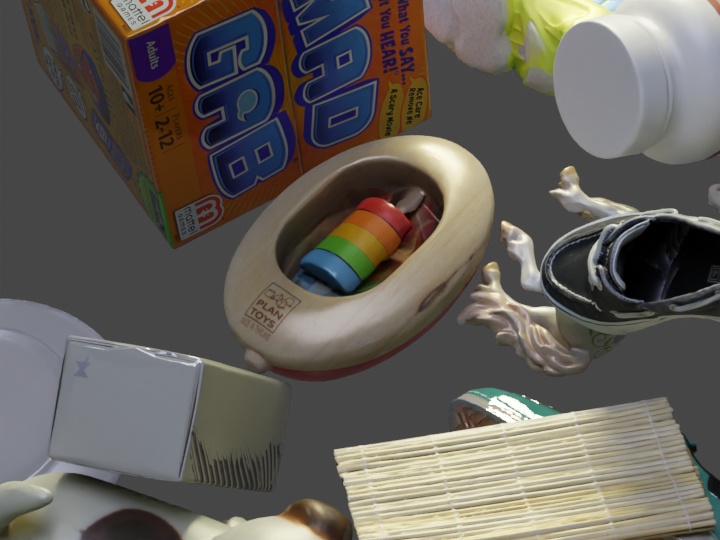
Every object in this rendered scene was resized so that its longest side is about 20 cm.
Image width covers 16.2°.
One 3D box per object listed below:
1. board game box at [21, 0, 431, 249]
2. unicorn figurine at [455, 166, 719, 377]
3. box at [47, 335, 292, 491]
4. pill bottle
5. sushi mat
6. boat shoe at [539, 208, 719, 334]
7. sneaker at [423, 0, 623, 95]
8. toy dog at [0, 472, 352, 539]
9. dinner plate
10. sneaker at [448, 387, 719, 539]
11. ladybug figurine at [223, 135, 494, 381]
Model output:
[{"bbox_3d":[-0.094,-0.181,1.617,0.200,0.200,0.200,-28,55,-15],"label":"board game box"},{"bbox_3d":[0.163,-0.007,1.546,0.137,0.074,0.200,36,79,28],"label":"unicorn figurine"},{"bbox_3d":[-0.102,0.082,1.413,0.082,0.200,0.069,9,86,15],"label":"box"},{"bbox_3d":[0.221,-0.128,1.562,0.200,0.112,0.112,-14,49,-32],"label":"pill bottle"},{"bbox_3d":[0.090,0.118,1.386,0.199,0.012,0.096,-8,43,-11],"label":"sushi mat"},{"bbox_3d":[0.160,-0.002,1.418,0.200,0.068,0.072,8,81,54],"label":"boat shoe"},{"bbox_3d":[0.129,-0.170,1.677,0.200,0.076,0.105,33,50,19],"label":"sneaker"},{"bbox_3d":[-0.093,0.169,1.358,0.199,0.194,0.140,5,44,21],"label":"toy dog"},{"bbox_3d":[-0.236,0.093,1.533,0.199,0.024,0.201,-3,51,4],"label":"dinner plate"},{"bbox_3d":[0.143,0.119,1.450,0.200,0.072,0.080,32,46,30],"label":"sneaker"},{"bbox_3d":[0.000,0.000,1.547,0.136,0.072,0.200,34,62,31],"label":"ladybug figurine"}]
